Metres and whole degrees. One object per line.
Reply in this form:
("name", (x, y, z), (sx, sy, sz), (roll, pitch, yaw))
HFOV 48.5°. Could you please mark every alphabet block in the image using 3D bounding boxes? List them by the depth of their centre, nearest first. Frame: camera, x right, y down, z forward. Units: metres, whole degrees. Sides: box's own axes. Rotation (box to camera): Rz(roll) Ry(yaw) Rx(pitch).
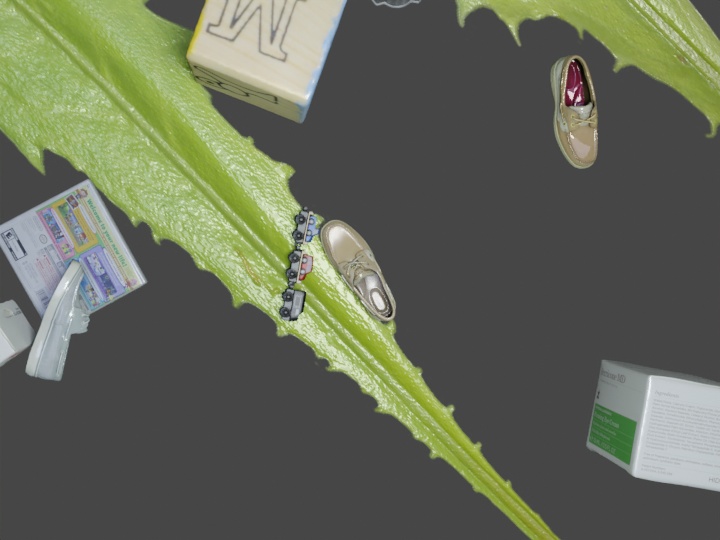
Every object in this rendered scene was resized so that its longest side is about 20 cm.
("alphabet block", (-0.149, -0.374, 1.287), (0.199, 0.195, 0.198), (20, 88, -8))

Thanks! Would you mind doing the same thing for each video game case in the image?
("video game case", (-0.487, -0.023, 1.345), (0.181, 0.022, 0.201), (-29, 94, -5))

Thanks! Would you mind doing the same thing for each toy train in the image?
("toy train", (-0.103, -0.010, 1.382), (0.045, 0.034, 0.201), (9, 91, -10))

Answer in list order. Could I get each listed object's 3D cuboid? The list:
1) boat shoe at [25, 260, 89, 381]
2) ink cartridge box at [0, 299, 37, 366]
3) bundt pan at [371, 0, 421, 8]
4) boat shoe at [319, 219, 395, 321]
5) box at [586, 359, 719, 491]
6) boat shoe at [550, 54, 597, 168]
("boat shoe", (-0.482, 0.085, 1.308), (0.071, 0.070, 0.202), (21, 93, -17))
("ink cartridge box", (-0.632, 0.142, 1.272), (0.200, 0.144, 0.084), (-36, 97, -4))
("bundt pan", (0.061, -0.559, 1.362), (0.200, 0.076, 0.203), (0, 91, -7))
("boat shoe", (0.000, 0.000, 1.377), (0.072, 0.065, 0.201), (-32, 95, -4))
("box", (0.529, 0.263, 1.377), (0.199, 0.199, 0.173), (11, 90, -7))
("boat shoe", (0.381, -0.281, 1.410), (0.074, 0.066, 0.201), (-15, 93, -6))
